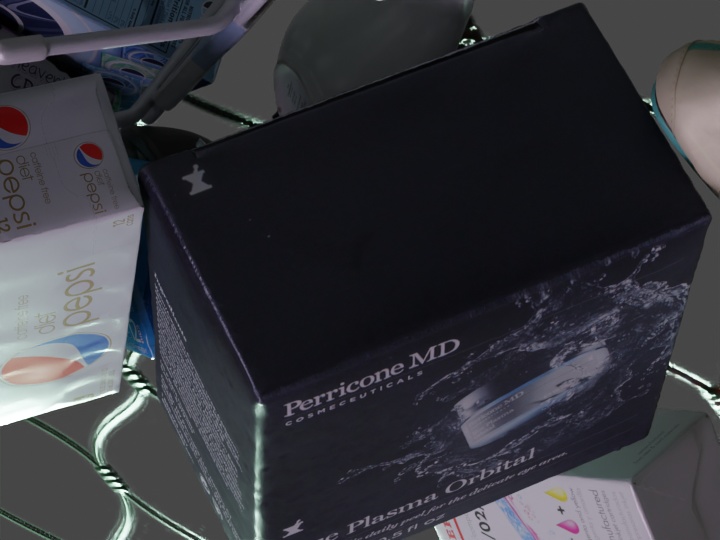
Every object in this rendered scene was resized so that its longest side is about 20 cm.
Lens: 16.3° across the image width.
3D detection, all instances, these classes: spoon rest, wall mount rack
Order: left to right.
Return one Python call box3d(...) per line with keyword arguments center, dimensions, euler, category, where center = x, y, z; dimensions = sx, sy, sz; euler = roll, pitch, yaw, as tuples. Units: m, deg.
box3d(center=(-0.088, -0.106, 1.027), dimensions=(0.074, 0.174, 0.200), euler=(39, 153, -7), category="wall mount rack")
box3d(center=(0.007, -0.093, 1.060), dimensions=(0.100, 0.060, 0.200), euler=(65, 162, 15), category="spoon rest")

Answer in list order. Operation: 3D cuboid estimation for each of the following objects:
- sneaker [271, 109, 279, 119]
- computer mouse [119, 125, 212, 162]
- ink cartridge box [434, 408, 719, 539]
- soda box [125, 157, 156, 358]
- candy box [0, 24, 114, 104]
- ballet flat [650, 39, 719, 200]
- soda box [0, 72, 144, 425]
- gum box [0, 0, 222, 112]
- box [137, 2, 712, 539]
box3d(center=(0.000, 0.000, 1.237), dimensions=(0.088, 0.074, 0.200), euler=(43, 154, 32), category="sneaker")
box3d(center=(-0.057, 0.004, 1.247), dimensions=(0.200, 0.046, 0.141), euler=(36, 145, 56), category="computer mouse")
box3d(center=(0.102, 0.131, 1.278), dimensions=(0.200, 0.068, 0.115), euler=(0, 120, 49), category="ink cartridge box")
box3d(center=(-0.110, -0.010, 1.196), dimensions=(0.200, 0.068, 0.064), euler=(13, 123, 67), category="soda box")
box3d(center=(-0.234, -0.080, 1.198), dimensions=(0.200, 0.061, 0.136), euler=(-3, 156, 43), category="candy box")
box3d(center=(0.190, -0.013, 0.984), dimensions=(0.200, 0.070, 0.069), euler=(49, 150, -23), category="ballet flat")
box3d(center=(-0.135, -0.003, 1.044), dimensions=(0.200, 0.068, 0.064), euler=(109, 144, -65), category="soda box")
box3d(center=(-0.185, -0.131, 1.178), dimensions=(0.200, 0.045, 0.170), euler=(27, 158, -26), category="gum box")
box3d(center=(0.022, 0.017, 1.042), dimensions=(0.200, 0.196, 0.118), euler=(93, 153, -60), category="box")
